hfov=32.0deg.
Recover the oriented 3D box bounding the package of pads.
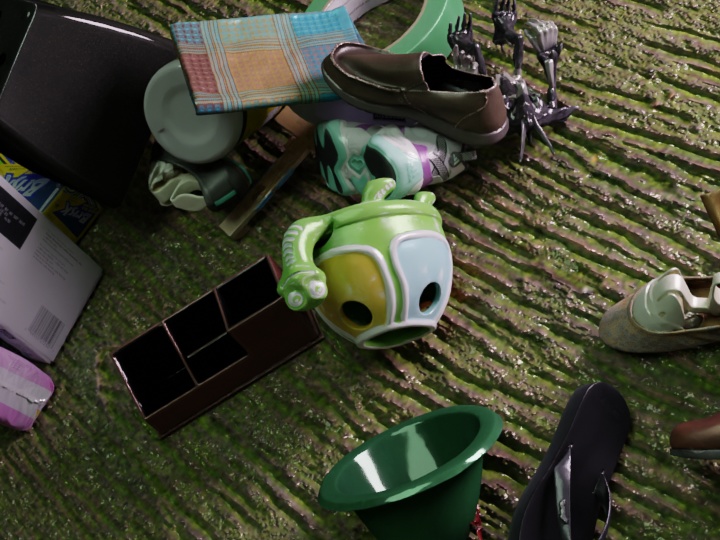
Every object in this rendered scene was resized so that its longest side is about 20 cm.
[{"bbox_3d":[-0.448,0.109,1.390,0.199,0.121,0.076,12,69,38],"label":"package of pads"}]

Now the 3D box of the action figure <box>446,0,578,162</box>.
[{"bbox_3d":[0.145,-0.202,1.274,0.118,0.102,0.200,-19,45,1],"label":"action figure"}]

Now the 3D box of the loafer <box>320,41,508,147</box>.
[{"bbox_3d":[0.056,-0.189,1.220,0.199,0.071,0.073,20,45,16],"label":"loafer"}]

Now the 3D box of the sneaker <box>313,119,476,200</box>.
[{"bbox_3d":[0.045,-0.122,1.287,0.139,0.078,0.200,-16,24,-24],"label":"sneaker"}]

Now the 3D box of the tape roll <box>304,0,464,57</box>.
[{"bbox_3d":[0.020,-0.282,1.453,0.200,0.048,0.201,-17,50,21],"label":"tape roll"}]

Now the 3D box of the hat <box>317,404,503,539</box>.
[{"bbox_3d":[0.070,0.232,1.042,0.165,0.177,0.200,-20,10,20],"label":"hat"}]

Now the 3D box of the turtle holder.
[{"bbox_3d":[0.011,-0.003,1.151,0.140,0.185,0.132,-18,74,12],"label":"turtle holder"}]

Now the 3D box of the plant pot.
[{"bbox_3d":[-0.350,-0.210,1.401,0.199,0.177,0.201,23,89,41],"label":"plant pot"}]

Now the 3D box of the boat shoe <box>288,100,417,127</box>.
[{"bbox_3d":[0.017,-0.187,1.348,0.199,0.074,0.066,13,44,8],"label":"boat shoe"}]

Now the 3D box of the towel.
[{"bbox_3d":[-0.087,-0.220,1.299,0.199,0.022,0.147,-8,48,-16],"label":"towel"}]

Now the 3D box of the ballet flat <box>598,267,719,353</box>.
[{"bbox_3d":[0.285,0.025,1.032,0.199,0.067,0.068,-8,52,27],"label":"ballet flat"}]

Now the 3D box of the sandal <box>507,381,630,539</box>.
[{"bbox_3d":[0.168,0.174,0.978,0.043,0.076,0.201,-19,43,53],"label":"sandal"}]

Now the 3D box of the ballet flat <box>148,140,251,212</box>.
[{"bbox_3d":[-0.200,-0.106,1.419,0.068,0.068,0.200,-47,32,-17],"label":"ballet flat"}]

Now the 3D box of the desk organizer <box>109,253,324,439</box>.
[{"bbox_3d":[-0.146,0.075,1.257,0.199,0.077,0.072,-32,45,7],"label":"desk organizer"}]

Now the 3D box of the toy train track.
[{"bbox_3d":[-0.077,-0.112,1.397,0.200,0.033,0.115,-48,52,-1],"label":"toy train track"}]

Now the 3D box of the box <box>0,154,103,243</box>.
[{"bbox_3d":[-0.415,-0.094,1.564,0.199,0.070,0.064,17,64,40],"label":"box"}]

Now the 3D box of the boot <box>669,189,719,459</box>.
[{"bbox_3d":[0.299,0.033,0.949,0.188,0.068,0.201,-20,81,17],"label":"boot"}]

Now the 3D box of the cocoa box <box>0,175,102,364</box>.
[{"bbox_3d":[-0.418,-0.007,1.405,0.131,0.200,0.134,6,60,36],"label":"cocoa box"}]

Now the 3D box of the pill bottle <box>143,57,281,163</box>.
[{"bbox_3d":[-0.149,-0.204,1.402,0.114,0.115,0.200,-12,20,24],"label":"pill bottle"}]
